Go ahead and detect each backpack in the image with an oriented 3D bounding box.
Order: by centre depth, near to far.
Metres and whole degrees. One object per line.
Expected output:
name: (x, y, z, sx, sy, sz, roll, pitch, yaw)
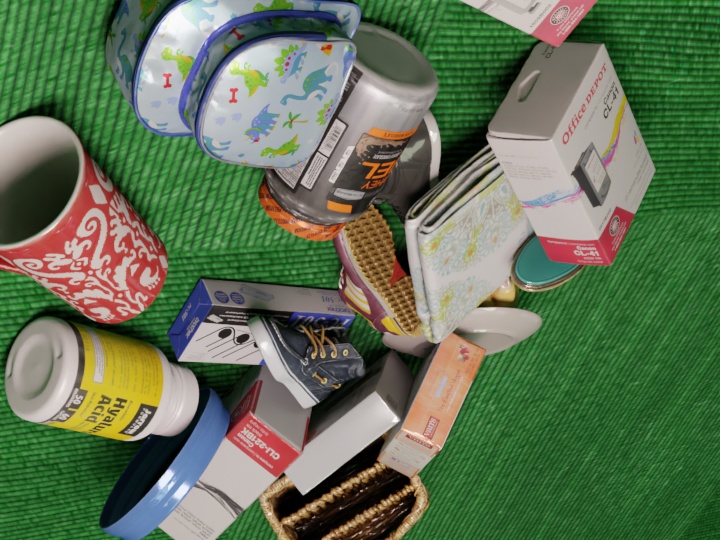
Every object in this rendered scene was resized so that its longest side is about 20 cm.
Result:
backpack: (-0.111, -0.190, 1.294, 0.199, 0.147, 0.184, 2, 131, -32)

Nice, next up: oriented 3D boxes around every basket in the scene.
basket: (-0.014, 0.309, 1.918, 0.199, 0.143, 0.149, -29, 166, -1)

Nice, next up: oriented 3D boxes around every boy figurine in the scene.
boy figurine: (0.137, 0.023, 1.768, 0.124, 0.065, 0.199, -11, 160, 38)

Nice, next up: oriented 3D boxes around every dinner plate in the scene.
dinner plate: (0.126, 0.083, 1.802, 0.198, 0.024, 0.200, -4, 162, -1)

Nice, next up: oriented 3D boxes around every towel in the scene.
towel: (0.121, -0.036, 1.611, 0.171, 0.048, 0.201, -40, 144, -22)

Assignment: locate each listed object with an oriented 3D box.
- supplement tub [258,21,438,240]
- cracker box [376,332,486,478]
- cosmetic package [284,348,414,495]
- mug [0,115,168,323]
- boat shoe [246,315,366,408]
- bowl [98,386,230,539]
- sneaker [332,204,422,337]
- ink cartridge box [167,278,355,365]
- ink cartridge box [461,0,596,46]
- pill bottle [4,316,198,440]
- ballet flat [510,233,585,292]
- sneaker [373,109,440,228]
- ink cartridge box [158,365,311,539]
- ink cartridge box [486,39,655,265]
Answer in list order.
supplement tub: (-0.018, -0.134, 1.442, 0.122, 0.123, 0.201, 3, 133, -36)
cracker box: (0.084, 0.166, 1.777, 0.135, 0.057, 0.200, -63, 178, -19)
cosmetic package: (-0.013, 0.181, 1.781, 0.151, 0.052, 0.200, -41, -176, 12)
mug: (-0.290, -0.045, 1.393, 0.134, 0.177, 0.200, -64, 151, -15)
boat shoe: (-0.059, 0.086, 1.646, 0.090, 0.071, 0.200, -29, 153, 2)
bowl: (-0.221, 0.224, 1.675, 0.039, 0.201, 0.201, 40, 110, -14)
sneaker: (0.000, 0.000, 1.655, 0.075, 0.090, 0.201, -54, 129, -33)
ink cartridge box: (-0.111, 0.062, 1.675, 0.199, 0.044, 0.094, 5, 133, -38)
ink cartridge box: (0.151, -0.314, 1.377, 0.199, 0.083, 0.147, 14, 126, -44)
pill bottle: (-0.274, 0.123, 1.582, 0.199, 0.112, 0.111, 19, 122, -46)
ballet flat: (0.240, -0.033, 1.680, 0.200, 0.070, 0.071, -46, 151, -25)
sneaker: (0.034, -0.085, 1.586, 0.099, 0.071, 0.201, -17, 137, -12)
ink cartridge box: (-0.153, 0.218, 1.735, 0.084, 0.145, 0.200, 38, 112, -13)
ink cartridge box: (0.229, -0.124, 1.564, 0.148, 0.085, 0.200, -60, 139, -27)
